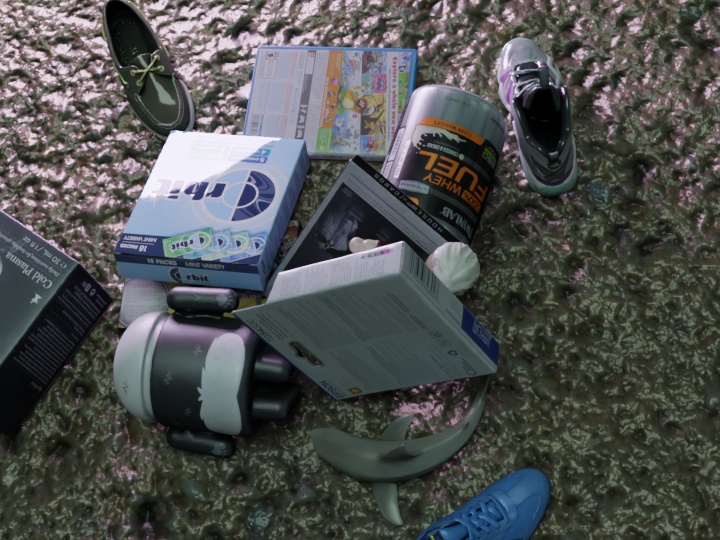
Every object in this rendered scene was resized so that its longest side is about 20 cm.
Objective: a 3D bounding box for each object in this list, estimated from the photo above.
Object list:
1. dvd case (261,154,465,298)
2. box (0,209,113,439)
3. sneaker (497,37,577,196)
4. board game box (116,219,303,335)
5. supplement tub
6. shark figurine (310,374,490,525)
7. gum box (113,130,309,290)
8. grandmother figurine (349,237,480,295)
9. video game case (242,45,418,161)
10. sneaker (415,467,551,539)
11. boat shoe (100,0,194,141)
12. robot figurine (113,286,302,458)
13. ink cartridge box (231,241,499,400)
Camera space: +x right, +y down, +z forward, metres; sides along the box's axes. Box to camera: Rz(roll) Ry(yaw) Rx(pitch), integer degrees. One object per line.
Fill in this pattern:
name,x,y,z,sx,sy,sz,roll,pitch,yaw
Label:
dvd case,0.000,0.000,1.382,0.150,0.025,0.201,39,123,4
box,-0.422,0.043,1.477,0.199,0.124,0.198,30,77,20
sneaker,0.197,-0.197,1.458,0.077,0.140,0.202,-16,66,3
board game box,-0.167,0.010,1.493,0.197,0.035,0.137,1,68,10
supplement tub,0.079,-0.089,1.443,0.121,0.123,0.202,14,72,15
shark figurine,0.061,0.173,1.359,0.212,0.090,0.129,-25,67,1
gum box,-0.163,-0.071,1.484,0.167,0.045,0.201,5,47,13
grandmother figurine,0.026,0.011,1.330,0.198,0.122,0.061,-12,46,26
video game case,-0.036,-0.199,1.568,0.197,0.018,0.145,3,68,11
sneaker,0.111,0.265,1.316,0.199,0.079,0.066,-36,64,-8
boat shoe,-0.263,-0.245,1.602,0.071,0.060,0.203,-28,66,-3
robot figurine,-0.163,0.108,1.404,0.197,0.125,0.152,6,66,11
ink cartridge box,0.007,0.056,1.308,0.198,0.196,0.044,-11,53,31
